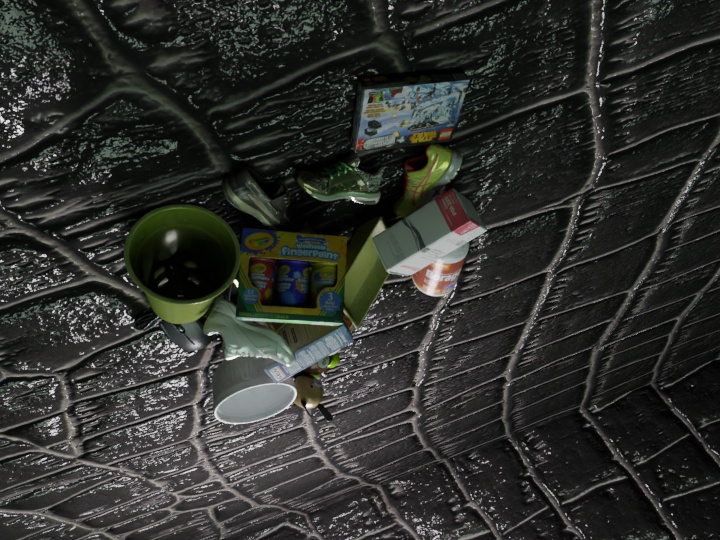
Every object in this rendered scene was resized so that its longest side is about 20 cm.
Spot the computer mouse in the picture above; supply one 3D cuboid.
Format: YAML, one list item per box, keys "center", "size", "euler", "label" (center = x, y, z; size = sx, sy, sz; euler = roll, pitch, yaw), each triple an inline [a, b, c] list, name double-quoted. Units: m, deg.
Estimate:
- center: [-0.402, 0.138, 1.390]
  size: [0.138, 0.053, 0.200]
  euler: [-29, 146, 7]
  label: "computer mouse"

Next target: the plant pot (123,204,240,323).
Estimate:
- center: [-0.336, 0.011, 1.158]
  size: [0.199, 0.201, 0.190]
  euler: [-7, 155, -21]
  label: "plant pot"

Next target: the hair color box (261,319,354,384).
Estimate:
- center: [-0.123, 0.156, 1.360]
  size: [0.199, 0.100, 0.061]
  euler: [-28, 128, 1]
  label: "hair color box"

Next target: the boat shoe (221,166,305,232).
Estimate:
- center: [-0.165, -0.128, 1.143]
  size: [0.073, 0.075, 0.200]
  euler: [-37, 145, 21]
  label: "boat shoe"

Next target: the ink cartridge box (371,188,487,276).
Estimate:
- center: [0.143, -0.073, 1.270]
  size: [0.199, 0.085, 0.145]
  euler: [-33, 164, 18]
  label: "ink cartridge box"

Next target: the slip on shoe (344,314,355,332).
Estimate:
- center: [-0.032, 0.107, 1.461]
  size: [0.061, 0.074, 0.201]
  euler: [36, 83, -10]
  label: "slip on shoe"

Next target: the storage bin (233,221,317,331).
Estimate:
- center: [-0.140, 0.034, 1.302]
  size: [0.200, 0.094, 0.199]
  euler: [-40, 149, -15]
  label: "storage bin"

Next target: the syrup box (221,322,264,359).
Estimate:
- center: [-0.274, 0.155, 1.462]
  size: [0.078, 0.082, 0.201]
  euler: [-3, 140, -25]
  label: "syrup box"

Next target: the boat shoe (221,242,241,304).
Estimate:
- center: [-0.236, 0.001, 1.288]
  size: [0.071, 0.068, 0.200]
  euler: [9, 134, -35]
  label: "boat shoe"

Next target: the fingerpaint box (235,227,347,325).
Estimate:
- center: [-0.130, 0.015, 1.157]
  size: [0.198, 0.168, 0.073]
  euler: [5, 170, -10]
  label: "fingerpaint box"

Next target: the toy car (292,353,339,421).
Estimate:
- center: [-0.133, 0.306, 1.643]
  size: [0.158, 0.201, 0.164]
  euler: [-38, 143, 22]
  label: "toy car"

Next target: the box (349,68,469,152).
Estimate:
- center: [0.085, -0.286, 1.100]
  size: [0.199, 0.040, 0.137]
  euler: [-10, 143, -18]
  label: "box"

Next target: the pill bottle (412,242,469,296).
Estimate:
- center: [0.190, -0.039, 1.436]
  size: [0.111, 0.113, 0.201]
  euler: [-12, 145, -15]
  label: "pill bottle"

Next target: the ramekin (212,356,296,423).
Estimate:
- center: [-0.260, 0.274, 1.469]
  size: [0.199, 0.105, 0.201]
  euler: [-15, 147, -10]
  label: "ramekin"

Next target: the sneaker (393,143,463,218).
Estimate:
- center: [0.117, -0.187, 1.239]
  size: [0.090, 0.078, 0.200]
  euler: [27, 133, -18]
  label: "sneaker"

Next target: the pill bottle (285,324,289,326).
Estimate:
- center: [-0.130, 0.132, 1.488]
  size: [0.111, 0.112, 0.200]
  euler: [-36, 144, 19]
  label: "pill bottle"

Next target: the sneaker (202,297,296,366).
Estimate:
- center: [-0.223, 0.145, 1.215]
  size: [0.100, 0.199, 0.078]
  euler: [-57, -178, -14]
  label: "sneaker"

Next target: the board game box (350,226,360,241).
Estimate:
- center: [0.004, -0.027, 1.429]
  size: [0.102, 0.020, 0.200]
  euler: [-1, 141, -31]
  label: "board game box"

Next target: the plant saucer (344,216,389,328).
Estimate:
- center: [0.000, 0.000, 1.325]
  size: [0.200, 0.048, 0.200]
  euler: [-59, 156, -14]
  label: "plant saucer"

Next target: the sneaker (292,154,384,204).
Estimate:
- center: [-0.036, -0.184, 1.159]
  size: [0.199, 0.077, 0.089]
  euler: [-1, 128, -37]
  label: "sneaker"
